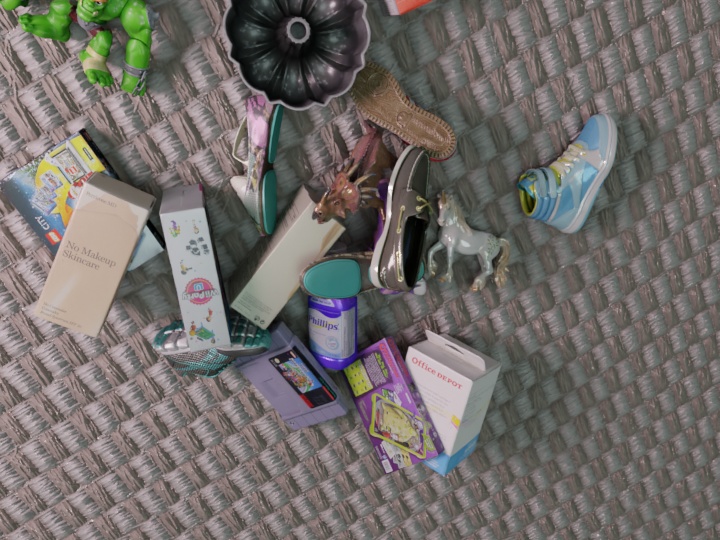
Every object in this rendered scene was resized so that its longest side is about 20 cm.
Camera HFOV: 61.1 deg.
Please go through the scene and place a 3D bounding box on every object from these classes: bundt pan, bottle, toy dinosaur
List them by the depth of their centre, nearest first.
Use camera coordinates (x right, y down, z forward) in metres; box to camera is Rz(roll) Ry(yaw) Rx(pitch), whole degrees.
[{"bbox_3d":[-0.088,-0.323,0.835,0.197,0.076,0.207,-2,102,-11],"label":"bundt pan"},{"bbox_3d":[0.005,-0.144,0.870,0.084,0.136,0.204,7,72,19],"label":"toy dinosaur"},{"bbox_3d":[-0.045,0.056,0.990,0.082,0.065,0.205,13,114,29],"label":"bottle"}]

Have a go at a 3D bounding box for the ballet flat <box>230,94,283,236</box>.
[{"bbox_3d":[-0.155,-0.155,0.902,0.069,0.069,0.205,8,104,7],"label":"ballet flat"}]

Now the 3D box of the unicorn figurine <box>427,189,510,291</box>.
[{"bbox_3d":[0.169,-0.044,1.014,0.197,0.074,0.140,14,97,-32],"label":"unicorn figurine"}]

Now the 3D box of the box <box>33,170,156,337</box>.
[{"bbox_3d":[-0.367,-0.023,0.848,0.093,0.078,0.203,22,104,-18],"label":"box"}]

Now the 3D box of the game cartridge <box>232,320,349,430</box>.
[{"bbox_3d":[-0.119,0.181,1.016,0.128,0.039,0.201,-21,117,33],"label":"game cartridge"}]

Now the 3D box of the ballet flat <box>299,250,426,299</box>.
[{"bbox_3d":[0.000,0.000,0.913,0.195,0.075,0.069,-8,109,-15],"label":"ballet flat"}]

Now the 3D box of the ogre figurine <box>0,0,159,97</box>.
[{"bbox_3d":[-0.348,-0.327,0.779,0.199,0.098,0.120,42,116,-7],"label":"ogre figurine"}]

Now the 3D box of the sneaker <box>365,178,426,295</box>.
[{"bbox_3d":[0.046,-0.044,0.980,0.086,0.081,0.204,-14,113,1],"label":"sneaker"}]

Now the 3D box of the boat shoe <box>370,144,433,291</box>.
[{"bbox_3d":[0.069,-0.071,0.848,0.071,0.059,0.207,15,88,-52],"label":"boat shoe"}]

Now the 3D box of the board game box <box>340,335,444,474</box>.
[{"bbox_3d":[0.048,0.225,1.018,0.119,0.032,0.203,-32,78,39],"label":"board game box"}]

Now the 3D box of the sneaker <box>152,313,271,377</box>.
[{"bbox_3d":[-0.226,0.126,0.967,0.195,0.078,0.093,-3,125,18],"label":"sneaker"}]

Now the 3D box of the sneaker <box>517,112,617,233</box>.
[{"bbox_3d":[0.330,-0.167,0.995,0.128,0.080,0.204,11,106,-17],"label":"sneaker"}]

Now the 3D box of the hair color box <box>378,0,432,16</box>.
[{"bbox_3d":[0.034,-0.452,0.811,0.060,0.102,0.203,-23,114,-2],"label":"hair color box"}]

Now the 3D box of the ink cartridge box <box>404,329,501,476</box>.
[{"bbox_3d":[0.144,0.211,1.039,0.124,0.127,0.204,-10,120,-54],"label":"ink cartridge box"}]

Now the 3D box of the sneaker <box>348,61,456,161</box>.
[{"bbox_3d":[0.065,-0.233,0.925,0.199,0.112,0.072,41,101,8],"label":"sneaker"}]

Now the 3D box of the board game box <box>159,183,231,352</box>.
[{"bbox_3d":[-0.238,-0.008,0.888,0.063,0.148,0.205,-10,112,-11],"label":"board game box"}]

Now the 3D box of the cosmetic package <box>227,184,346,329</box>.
[{"bbox_3d":[-0.116,-0.022,0.934,0.071,0.105,0.201,36,100,-24],"label":"cosmetic package"}]

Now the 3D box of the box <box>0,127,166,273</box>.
[{"bbox_3d":[-0.397,-0.080,0.884,0.135,0.038,0.202,-30,113,0],"label":"box"}]
